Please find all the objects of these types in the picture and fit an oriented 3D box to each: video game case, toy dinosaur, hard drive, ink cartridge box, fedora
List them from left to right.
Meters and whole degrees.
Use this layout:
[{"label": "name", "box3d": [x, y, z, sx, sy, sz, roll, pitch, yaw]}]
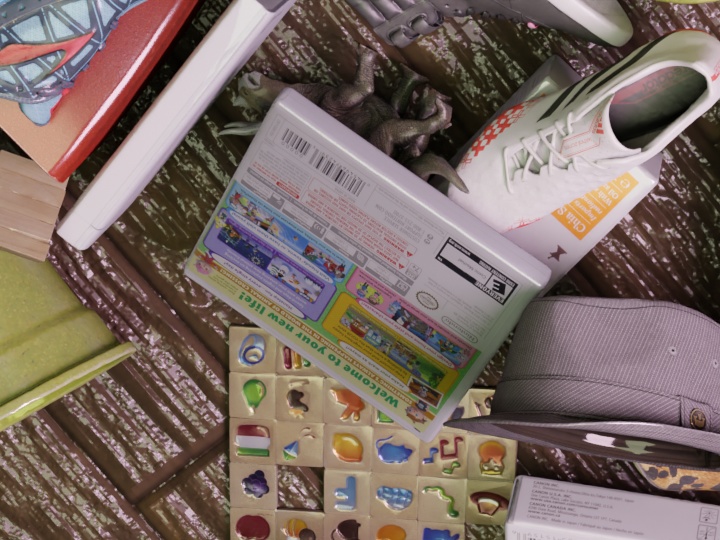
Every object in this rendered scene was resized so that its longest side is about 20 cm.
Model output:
[{"label": "hard drive", "box3d": [-0.111, -0.108, 1.582, 0.027, 0.132, 0.200, 39, 109, -3]}, {"label": "video game case", "box3d": [0.000, 0.000, 1.566, 0.200, 0.022, 0.182, 35, 136, 2]}, {"label": "toy dinosaur", "box3d": [0.010, -0.080, 1.581, 0.200, 0.077, 0.102, 40, 103, 35]}, {"label": "fedora", "box3d": [0.155, 0.065, 1.502, 0.200, 0.177, 0.090, 12, 81, -23]}, {"label": "ink cartridge box", "box3d": [0.198, 0.217, 1.664, 0.200, 0.044, 0.174, 8, 142, 10]}]

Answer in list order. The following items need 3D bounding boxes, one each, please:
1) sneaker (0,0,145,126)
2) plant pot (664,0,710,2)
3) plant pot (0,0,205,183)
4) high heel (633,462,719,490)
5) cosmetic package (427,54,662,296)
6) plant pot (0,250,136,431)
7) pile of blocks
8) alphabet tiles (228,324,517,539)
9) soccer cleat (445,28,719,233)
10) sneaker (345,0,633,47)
[{"label": "sneaker", "box3d": [-0.184, -0.135, 1.432, 0.200, 0.079, 0.096, -17, 104, 3]}, {"label": "plant pot", "box3d": [0.191, -0.247, 1.443, 0.200, 0.184, 0.201, 2, 102, 7]}, {"label": "plant pot", "box3d": [-0.185, -0.197, 1.545, 0.176, 0.200, 0.200, -44, 96, 7]}, {"label": "high heel", "box3d": [0.254, 0.102, 1.614, 0.143, 0.071, 0.200, -30, 117, 23]}, {"label": "cosmetic package", "box3d": [0.091, -0.031, 1.605, 0.101, 0.071, 0.200, 42, 110, -5]}, {"label": "plant pot", "box3d": [-0.279, 0.022, 1.635, 0.200, 0.200, 0.184, -30, 90, 17]}, {"label": "pile of blocks", "box3d": [-0.281, -0.035, 1.533, 0.200, 0.062, 0.082, -6, 86, -15]}, {"label": "alphabet tiles", "box3d": [0.008, 0.122, 1.702, 0.200, 0.008, 0.167, 3, 108, 8]}, {"label": "soccer cleat", "box3d": [0.135, -0.080, 1.500, 0.200, 0.085, 0.069, -30, 100, 15]}, {"label": "sneaker", "box3d": [0.070, -0.173, 1.569, 0.200, 0.071, 0.099, 31, 114, 3]}]
